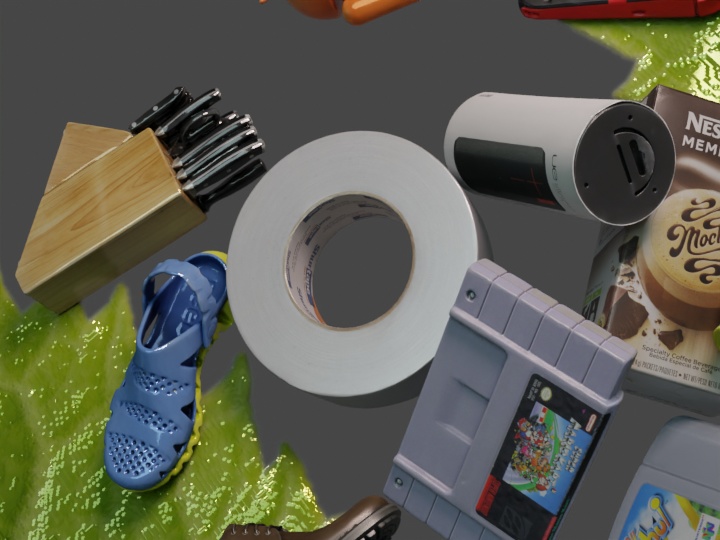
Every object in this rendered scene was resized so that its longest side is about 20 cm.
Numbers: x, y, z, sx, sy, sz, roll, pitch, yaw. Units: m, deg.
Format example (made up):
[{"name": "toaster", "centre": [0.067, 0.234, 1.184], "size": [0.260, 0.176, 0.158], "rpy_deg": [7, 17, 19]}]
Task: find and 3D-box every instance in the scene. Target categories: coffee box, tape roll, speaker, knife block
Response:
[{"name": "coffee box", "centre": [0.228, -0.012, 0.907], "size": [0.112, 0.080, 0.203], "rpy_deg": [15, 76, -3]}, {"name": "tape roll", "centre": [0.000, 0.000, 0.980], "size": [0.198, 0.066, 0.203], "rpy_deg": [-4, 76, 17]}, {"name": "speaker", "centre": [0.135, -0.083, 0.909], "size": [0.080, 0.200, 0.082], "rpy_deg": [-4, 101, -21]}, {"name": "knife block", "centre": [-0.169, -0.053, 1.052], "size": [0.173, 0.064, 0.202], "rpy_deg": [11, 75, 19]}]

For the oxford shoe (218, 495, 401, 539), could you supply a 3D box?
[{"name": "oxford shoe", "centre": [-0.064, 0.209, 0.933], "size": [0.199, 0.073, 0.085], "rpy_deg": [-31, 65, 3]}]

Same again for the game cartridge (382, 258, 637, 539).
[{"name": "game cartridge", "centre": [0.098, 0.109, 0.883], "size": [0.129, 0.038, 0.202], "rpy_deg": [34, 122, 26]}]

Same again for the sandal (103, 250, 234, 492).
[{"name": "sandal", "centre": [-0.154, 0.070, 0.997], "size": [0.078, 0.087, 0.203], "rpy_deg": [12, 77, 16]}]

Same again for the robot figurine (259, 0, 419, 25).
[{"name": "robot figurine", "centre": [0.006, -0.277, 1.053], "size": [0.198, 0.117, 0.146], "rpy_deg": [-17, 96, 8]}]

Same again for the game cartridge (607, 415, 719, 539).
[{"name": "game cartridge", "centre": [0.213, 0.200, 0.839], "size": [0.133, 0.040, 0.202], "rpy_deg": [10, 79, 63]}]

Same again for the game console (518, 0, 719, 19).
[{"name": "game console", "centre": [0.223, -0.299, 1.052], "size": [0.175, 0.031, 0.203], "rpy_deg": [1, 71, 21]}]

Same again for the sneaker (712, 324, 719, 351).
[{"name": "sneaker", "centre": [0.329, 0.027, 0.820], "size": [0.197, 0.074, 0.083], "rpy_deg": [10, 63, 9]}]
